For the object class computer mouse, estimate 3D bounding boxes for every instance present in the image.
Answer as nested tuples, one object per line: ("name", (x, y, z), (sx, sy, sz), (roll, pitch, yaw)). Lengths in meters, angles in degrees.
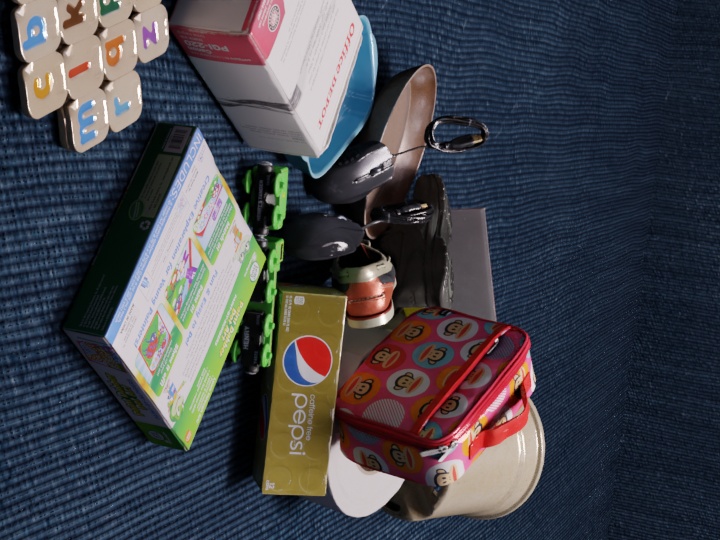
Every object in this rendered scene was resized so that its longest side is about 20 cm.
("computer mouse", (0.000, -0.051, 1.458), (0.199, 0.058, 0.034), (-19, 121, -42))
("computer mouse", (0.041, -0.113, 1.479), (0.034, 0.198, 0.059), (-121, -167, -61))

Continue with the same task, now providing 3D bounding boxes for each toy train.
("toy train", (-0.093, -0.004, 1.356), (0.056, 0.041, 0.203), (-40, 136, -75))

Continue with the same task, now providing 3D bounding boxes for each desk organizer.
("desk organizer", (0.118, 0.031, 1.755), (0.077, 0.071, 0.203), (145, -60, -77))

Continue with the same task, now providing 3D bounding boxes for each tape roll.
("tape roll", (-0.005, 0.159, 1.554), (0.202, 0.070, 0.205), (-29, 126, -49))

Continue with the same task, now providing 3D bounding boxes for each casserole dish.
("casserole dish", (-0.035, -0.177, 1.435), (0.200, 0.038, 0.122), (-56, 148, -50))

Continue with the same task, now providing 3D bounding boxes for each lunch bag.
("lunch bag", (0.086, 0.128, 1.450), (0.200, 0.175, 0.083), (-45, 137, -39))

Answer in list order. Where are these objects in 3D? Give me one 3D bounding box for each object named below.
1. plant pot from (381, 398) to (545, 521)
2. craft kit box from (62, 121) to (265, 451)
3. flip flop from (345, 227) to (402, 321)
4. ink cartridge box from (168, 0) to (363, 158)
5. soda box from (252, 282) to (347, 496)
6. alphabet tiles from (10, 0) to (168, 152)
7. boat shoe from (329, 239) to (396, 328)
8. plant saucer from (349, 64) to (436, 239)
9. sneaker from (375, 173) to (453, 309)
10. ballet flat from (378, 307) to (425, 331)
("plant pot", (0.099, 0.224, 1.774), (0.183, 0.199, 0.203), (-6, 104, -56))
("craft kit box", (-0.155, 0.016, 1.197), (0.198, 0.048, 0.202), (64, 40, -53))
("flip flop", (0.026, 0.027, 1.649), (0.082, 0.057, 0.201), (78, 30, -42))
("ink cartridge box", (-0.076, -0.212, 1.252), (0.200, 0.084, 0.147), (56, 47, -58))
("soda box", (-0.061, 0.117, 1.418), (0.064, 0.067, 0.203), (-148, -116, -74))
("alphabet tiles", (-0.196, -0.194, 1.042), (0.196, 0.014, 0.202), (-46, 140, -57))
("boat shoe", (0.000, 0.000, 1.495), (0.200, 0.070, 0.063), (-100, 176, -73))
("plant saucer", (0.032, -0.135, 1.589), (0.200, 0.034, 0.202), (19, 90, -77))
("sneaker", (0.060, -0.037, 1.622), (0.201, 0.090, 0.076), (-86, 167, -48))
("ballet flat", (0.052, 0.061, 1.696), (0.200, 0.066, 0.068), (-123, -157, -68))
